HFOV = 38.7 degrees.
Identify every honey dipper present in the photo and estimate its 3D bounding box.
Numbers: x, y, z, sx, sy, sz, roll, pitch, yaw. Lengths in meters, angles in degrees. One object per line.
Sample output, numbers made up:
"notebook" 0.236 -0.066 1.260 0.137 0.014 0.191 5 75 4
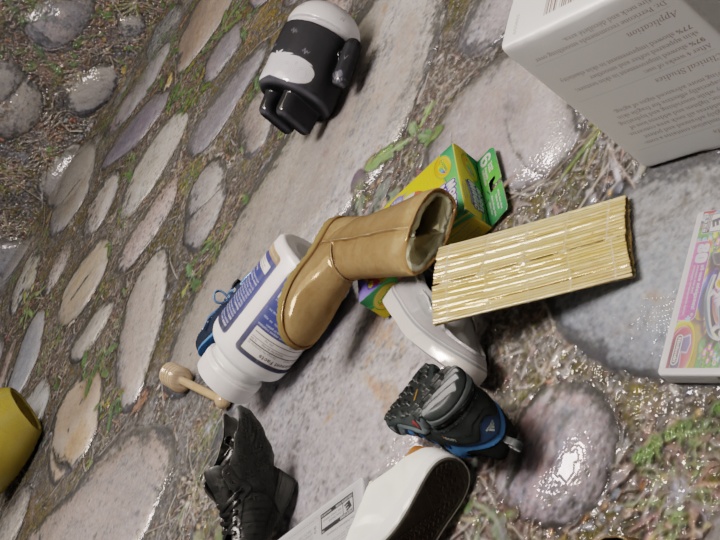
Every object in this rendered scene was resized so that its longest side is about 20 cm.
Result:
"honey dipper" -0.232 0.163 1.442 0.199 0.038 0.038 9 71 58

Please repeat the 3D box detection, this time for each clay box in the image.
"clay box" 0.074 -0.052 1.138 0.200 0.047 0.116 -43 33 30

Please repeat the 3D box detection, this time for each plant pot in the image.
"plant pot" -0.679 0.301 1.904 0.141 0.202 0.200 -35 28 -8

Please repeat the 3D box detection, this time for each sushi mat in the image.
"sushi mat" 0.154 -0.008 0.943 0.197 0.012 0.097 -16 47 29

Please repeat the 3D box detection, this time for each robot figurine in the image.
"robot figurine" -0.076 -0.305 1.542 0.125 0.148 0.203 84 -152 -75

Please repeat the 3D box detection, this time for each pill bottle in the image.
"pill bottle" -0.112 0.064 1.263 0.201 0.110 0.111 -51 29 14

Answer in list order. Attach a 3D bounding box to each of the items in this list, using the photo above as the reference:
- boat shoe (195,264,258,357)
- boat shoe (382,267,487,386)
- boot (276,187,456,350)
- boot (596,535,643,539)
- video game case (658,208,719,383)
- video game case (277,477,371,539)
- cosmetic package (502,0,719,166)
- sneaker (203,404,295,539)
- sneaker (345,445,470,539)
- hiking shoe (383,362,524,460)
"boat shoe" -0.144 0.042 1.378 0.199 0.084 0.069 -37 52 11
"boat shoe" 0.084 0.047 1.020 0.069 0.071 0.200 -55 20 7
"boot" 0.000 0.000 1.093 0.199 0.066 0.177 -7 58 56
"boot" 0.138 0.262 0.716 0.201 0.075 0.074 -54 31 13
"video game case" 0.311 0.011 0.730 0.199 0.018 0.145 -8 56 55
"video game case" -0.050 0.329 1.010 0.200 0.023 0.184 -41 33 29
"cosmetic package" 0.254 -0.220 0.847 0.166 0.199 0.169 -14 51 52
"sneaker" -0.135 0.250 1.106 0.060 0.104 0.201 -36 21 40
"sneaker" 0.019 0.247 0.928 0.201 0.073 0.084 -50 22 -13
"hiking shoe" 0.078 0.137 0.929 0.075 0.086 0.200 -50 4 -7
